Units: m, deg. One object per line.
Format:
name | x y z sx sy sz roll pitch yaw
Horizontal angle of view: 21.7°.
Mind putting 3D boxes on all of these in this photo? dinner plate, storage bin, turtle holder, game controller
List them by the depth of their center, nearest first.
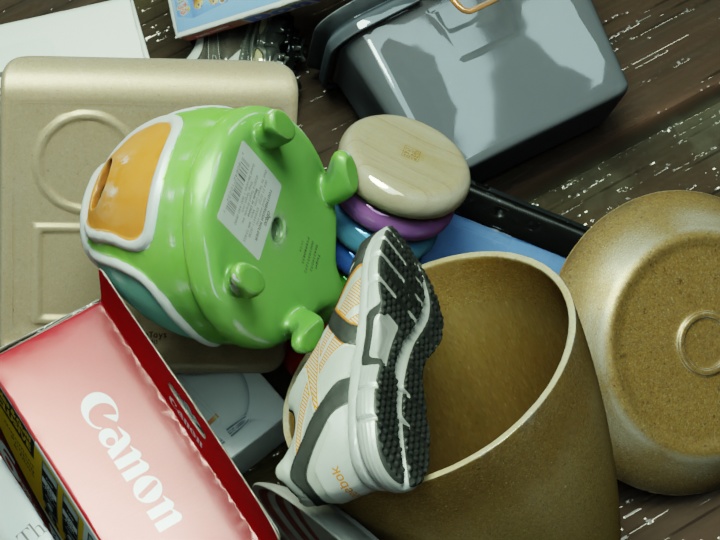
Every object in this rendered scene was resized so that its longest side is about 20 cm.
turtle holder | -0.079 -0.025 1.107 0.131 0.185 0.141 2 92 29
dinner plate | 0.014 0.191 1.115 0.200 0.200 0.024 42 76 14
game controller | 0.076 -0.005 1.244 0.199 0.042 0.105 22 109 -4
storage bin | 0.085 -0.142 1.293 0.200 0.146 0.135 -27 81 -11

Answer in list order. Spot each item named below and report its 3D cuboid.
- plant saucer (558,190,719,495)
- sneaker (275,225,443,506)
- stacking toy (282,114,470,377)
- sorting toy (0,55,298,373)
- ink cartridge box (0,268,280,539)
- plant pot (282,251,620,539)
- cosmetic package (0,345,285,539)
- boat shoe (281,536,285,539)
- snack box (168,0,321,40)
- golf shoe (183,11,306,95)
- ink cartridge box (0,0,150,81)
plant saucer | 0.217 0.047 1.219 0.200 0.035 0.201 1 88 -20
sneaker | -0.004 0.050 1.056 0.080 0.074 0.200 -23 31 25
stacking toy | 0.000 0.000 1.203 0.085 0.200 0.086 13 40 -12
sorting toy | -0.135 -0.035 1.192 0.184 0.036 0.201 0 103 -12
ink cartridge box | -0.134 0.127 1.088 0.084 0.176 0.200 -29 68 -21
plant pot | 0.078 0.124 1.138 0.186 0.200 0.187 -20 35 15
cosmetic package | -0.166 0.104 1.228 0.200 0.052 0.151 -38 71 -15
boat shoe | -0.112 0.238 1.170 0.066 0.070 0.200 38 65 14
snack box | -0.042 -0.215 1.258 0.199 0.024 0.072 -13 87 24
golf shoe | -0.100 -0.094 1.303 0.094 0.078 0.201 5 61 13
ink cartridge box | -0.232 -0.091 1.252 0.199 0.146 0.085 -14 64 -7
